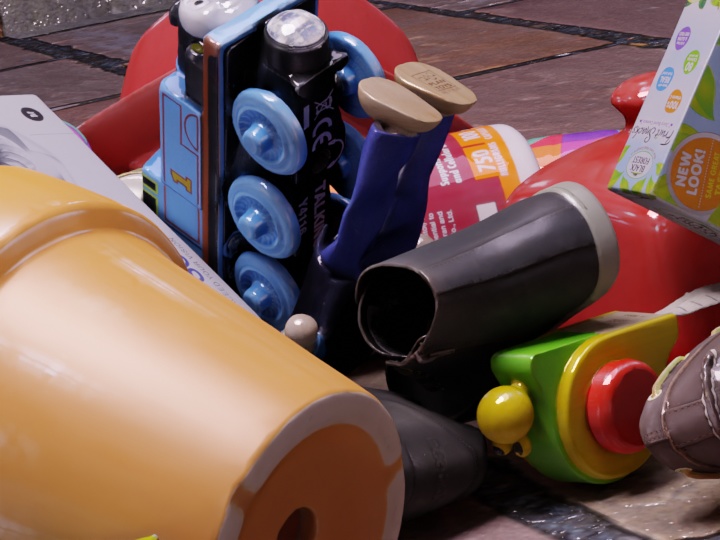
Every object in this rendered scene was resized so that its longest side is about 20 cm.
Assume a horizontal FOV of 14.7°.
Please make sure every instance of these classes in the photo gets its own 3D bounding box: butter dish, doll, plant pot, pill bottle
[{"bbox_3d":[0.158,-0.028,1.420,0.199,0.148,0.200,-17,14,-34],"label":"butter dish"},{"bbox_3d":[0.000,0.000,1.345,0.048,0.200,0.136,29,26,18],"label":"doll"},{"bbox_3d":[-0.091,0.079,1.069,0.183,0.201,0.200,19,26,31],"label":"plant pot"},{"bbox_3d":[-0.054,-0.124,1.735,0.199,0.148,0.200,-24,-36,35],"label":"butter dish"},{"bbox_3d":[0.000,-0.009,1.528,0.199,0.113,0.113,-12,13,-12],"label":"pill bottle"}]

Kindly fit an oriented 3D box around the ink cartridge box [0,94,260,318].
[{"bbox_3d":[-0.178,-0.012,1.345,0.200,0.041,0.200,43,32,27],"label":"ink cartridge box"}]

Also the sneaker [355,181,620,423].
[{"bbox_3d":[0.030,0.026,1.290,0.106,0.075,0.200,-18,-19,-29],"label":"sneaker"}]

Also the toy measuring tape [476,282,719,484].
[{"bbox_3d":[0.128,0.053,1.266,0.200,0.074,0.073,-16,14,-40],"label":"toy measuring tape"}]

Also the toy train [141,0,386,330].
[{"bbox_3d":[-0.052,-0.058,1.380,0.114,0.200,0.087,33,53,28],"label":"toy train"}]

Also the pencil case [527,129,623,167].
[{"bbox_3d":[0.166,-0.049,1.667,0.199,0.089,0.088,-5,13,14],"label":"pencil case"}]

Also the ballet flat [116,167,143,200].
[{"bbox_3d":[-0.133,-0.009,1.561,0.070,0.071,0.200,-4,40,20],"label":"ballet flat"}]

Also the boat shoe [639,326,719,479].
[{"bbox_3d":[0.183,0.050,1.237,0.059,0.072,0.200,-20,0,27],"label":"boat shoe"}]

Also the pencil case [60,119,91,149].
[{"bbox_3d":[-0.214,-0.042,1.627,0.092,0.085,0.200,-45,9,-16],"label":"pencil case"}]

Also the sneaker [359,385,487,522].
[{"bbox_3d":[-0.020,0.081,1.271,0.091,0.076,0.200,-5,14,-35],"label":"sneaker"}]

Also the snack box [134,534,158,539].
[{"bbox_3d":[-0.164,0.165,0.914,0.168,0.068,0.200,-16,8,22],"label":"snack box"}]

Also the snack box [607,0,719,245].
[{"bbox_3d":[0.233,-0.061,1.323,0.200,0.143,0.053,25,-4,-23],"label":"snack box"}]
